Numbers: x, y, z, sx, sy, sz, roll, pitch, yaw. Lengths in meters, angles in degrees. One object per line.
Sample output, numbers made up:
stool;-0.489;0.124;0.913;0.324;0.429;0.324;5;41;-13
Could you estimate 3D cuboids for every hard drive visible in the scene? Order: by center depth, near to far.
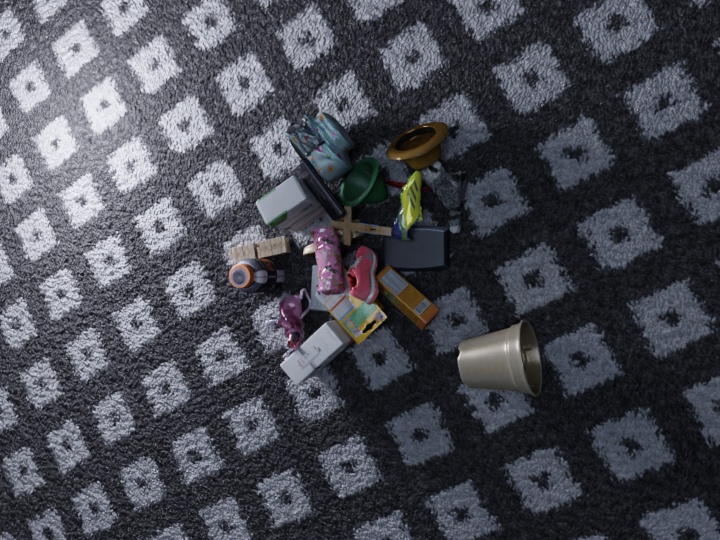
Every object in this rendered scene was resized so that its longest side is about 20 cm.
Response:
hard drive;0.159;-0.064;1.622;0.200;0.042;0.135;0;90;18
hard drive;-0.052;0.059;1.696;0.200;0.033;0.140;4;91;18

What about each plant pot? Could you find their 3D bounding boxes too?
plant pot;0.369;0.242;1.493;0.183;0.200;0.201;-11;87;29

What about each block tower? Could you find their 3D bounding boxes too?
block tower;-0.316;-0.063;1.770;0.200;0.058;0.054;-11;87;20

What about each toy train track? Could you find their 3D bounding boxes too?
toy train track;0.005;-0.126;1.613;0.200;0.033;0.115;10;108;28

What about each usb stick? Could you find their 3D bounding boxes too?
usb stick;-0.115;-0.230;1.590;0.055;0.033;0.200;-28;103;43

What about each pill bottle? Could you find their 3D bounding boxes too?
pill bottle;-0.319;0.016;1.694;0.106;0.200;0.106;0;91;18

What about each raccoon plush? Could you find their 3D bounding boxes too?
raccoon plush;0.221;-0.211;1.578;0.134;0.097;0.200;9;93;24

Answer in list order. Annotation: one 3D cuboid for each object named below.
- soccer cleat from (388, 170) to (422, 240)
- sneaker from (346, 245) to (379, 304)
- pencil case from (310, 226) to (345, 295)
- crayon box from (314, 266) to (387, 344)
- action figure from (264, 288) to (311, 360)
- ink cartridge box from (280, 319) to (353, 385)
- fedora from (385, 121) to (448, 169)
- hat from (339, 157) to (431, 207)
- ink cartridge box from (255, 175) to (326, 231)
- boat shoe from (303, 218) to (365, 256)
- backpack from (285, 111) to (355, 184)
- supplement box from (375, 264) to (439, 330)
soccer cleat;0.145;-0.179;1.565;0.084;0.065;0.200;22;106;15
sneaker;0.000;0.000;1.589;0.074;0.087;0.200;-47;36;39
pencil case;-0.095;-0.029;1.603;0.086;0.083;0.200;-8;80;8
crayon box;-0.022;0.103;1.642;0.126;0.052;0.200;-45;77;13
action figure;-0.198;0.171;1.672;0.149;0.200;0.134;-26;121;2
ink cartridge box;-0.122;0.239;1.660;0.200;0.147;0.083;-43;80;14
fedora;0.169;-0.343;1.572;0.200;0.201;0.082;-20;121;17
hat;0.063;-0.227;1.662;0.200;0.176;0.166;27;90;58
ink cartridge box;-0.193;-0.193;1.654;0.147;0.200;0.083;-33;78;15
boat shoe;-0.085;-0.097;1.691;0.200;0.071;0.065;-20;80;7
backpack;-0.102;-0.361;1.635;0.153;0.176;0.200;-30;94;12
supplement box;0.130;0.078;1.609;0.069;0.067;0.200;-41;75;-21
